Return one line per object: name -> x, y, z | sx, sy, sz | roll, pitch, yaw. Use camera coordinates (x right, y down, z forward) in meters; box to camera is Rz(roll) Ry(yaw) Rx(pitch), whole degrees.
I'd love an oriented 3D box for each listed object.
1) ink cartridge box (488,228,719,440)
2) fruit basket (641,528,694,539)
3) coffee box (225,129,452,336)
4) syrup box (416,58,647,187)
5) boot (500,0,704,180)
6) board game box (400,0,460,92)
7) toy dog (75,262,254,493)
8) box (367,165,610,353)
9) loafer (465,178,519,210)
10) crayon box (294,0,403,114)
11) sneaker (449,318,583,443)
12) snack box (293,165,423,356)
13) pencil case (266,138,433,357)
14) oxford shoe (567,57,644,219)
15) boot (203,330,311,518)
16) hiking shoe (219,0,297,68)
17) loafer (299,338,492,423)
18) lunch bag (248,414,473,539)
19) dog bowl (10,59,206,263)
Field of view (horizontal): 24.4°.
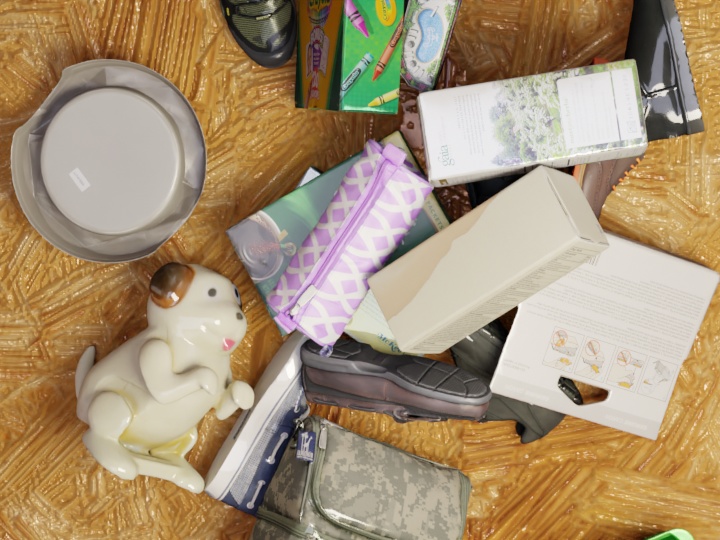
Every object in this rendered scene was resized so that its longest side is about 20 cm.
ink cartridge box -> 0.228, 0.053, 1.607 | 0.198, 0.045, 0.178 | 18, 98, -22
fruit basket -> 0.250, 0.352, 1.595 | 0.214, 0.216, 0.157 | -23, 93, 7
coffee box -> -0.018, -0.037, 1.622 | 0.199, 0.044, 0.124 | -28, 92, 5
syrup box -> 0.153, -0.131, 1.499 | 0.198, 0.081, 0.080 | -9, 87, 6
boot -> 0.207, -0.184, 1.568 | 0.198, 0.066, 0.167 | -13, 81, 9
board game box -> 0.068, -0.269, 1.553 | 0.061, 0.200, 0.202 | 16, 96, 2
toy dog -> -0.184, 0.092, 1.653 | 0.139, 0.194, 0.201 | 25, 100, -42
box -> 0.116, -0.007, 1.517 | 0.199, 0.095, 0.078 | -33, 72, 20
loafer -> 0.137, -0.068, 1.630 | 0.067, 0.070, 0.202 | -20, 93, 7
crayon box -> -0.013, -0.209, 1.563 | 0.058, 0.200, 0.120 | 2, 96, -14
sneaker -> 0.124, 0.099, 1.633 | 0.200, 0.076, 0.091 | 39, 105, -13
snack box -> 0.000, 0.000, 1.665 | 0.199, 0.037, 0.117 | 35, 96, 1
pencil case -> -0.013, -0.025, 1.557 | 0.084, 0.085, 0.201 | 33, 94, 22
oxford shoe -> 0.239, -0.101, 1.620 | 0.072, 0.071, 0.202 | 11, 95, 0
boot -> -0.072, 0.157, 1.678 | 0.090, 0.073, 0.201 | 30, 100, -12
hiking shoe -> -0.113, -0.294, 1.616 | 0.075, 0.101, 0.202 | -15, 94, 7
loafer -> 0.032, 0.115, 1.594 | 0.198, 0.072, 0.064 | 14, 112, 24
lunch bag -> 0.000, 0.246, 1.621 | 0.198, 0.139, 0.169 | 21, 81, -20
dog bowl -> -0.246, -0.109, 1.666 | 0.198, 0.059, 0.203 | 0, 95, 5
